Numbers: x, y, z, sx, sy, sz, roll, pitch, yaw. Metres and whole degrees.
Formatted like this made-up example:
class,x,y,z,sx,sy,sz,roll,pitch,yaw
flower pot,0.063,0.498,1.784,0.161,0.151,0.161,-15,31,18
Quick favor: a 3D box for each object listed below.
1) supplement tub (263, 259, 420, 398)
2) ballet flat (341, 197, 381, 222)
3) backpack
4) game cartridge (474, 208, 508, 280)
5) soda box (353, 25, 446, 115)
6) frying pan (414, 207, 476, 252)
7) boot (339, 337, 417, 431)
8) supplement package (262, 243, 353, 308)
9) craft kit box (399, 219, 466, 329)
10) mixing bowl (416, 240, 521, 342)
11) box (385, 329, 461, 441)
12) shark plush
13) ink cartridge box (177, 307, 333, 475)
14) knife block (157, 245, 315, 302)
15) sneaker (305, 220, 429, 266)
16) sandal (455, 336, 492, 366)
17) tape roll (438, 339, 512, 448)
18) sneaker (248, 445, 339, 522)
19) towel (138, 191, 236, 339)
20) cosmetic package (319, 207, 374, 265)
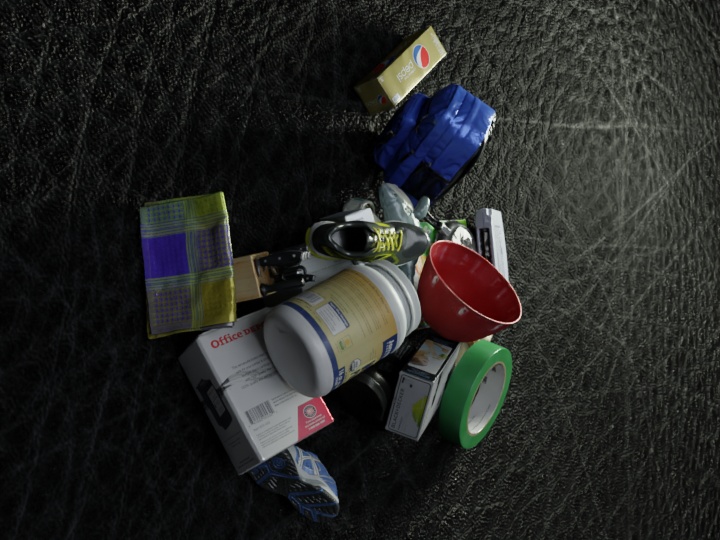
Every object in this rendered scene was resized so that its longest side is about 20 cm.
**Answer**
class,x,y,z,sx,sy,sz,roll,pitch,yaw
supplement tub,-0.024,0.079,1.233,0.200,0.144,0.145,-29,103,-31
ballet flat,0.024,-0.034,1.500,0.069,0.069,0.200,-28,103,-41
backpack,0.132,-0.231,1.513,0.168,0.200,0.163,34,43,-14
game cartridge,0.265,-0.021,1.696,0.133,0.041,0.201,0,85,-66
soda box,0.077,-0.375,1.593,0.200,0.068,0.064,-49,115,-34
frying pan,0.170,-0.073,1.609,0.115,0.031,0.190,-37,111,-40
boot,0.035,0.165,1.432,0.211,0.079,0.158,78,34,-62
supplement package,-0.073,0.058,1.365,0.117,0.117,0.201,-20,97,-41
craft kit box,0.134,0.007,1.609,0.197,0.048,0.201,-6,88,-45
mixing bowl,0.174,0.054,1.511,0.200,0.108,0.200,28,30,-18
box,0.111,0.194,1.467,0.200,0.060,0.117,-37,143,-65
shark plush,0.063,-0.050,1.486,0.083,0.091,0.201,-3,95,-63
ink cartridge box,-0.155,0.174,1.260,0.145,0.084,0.200,-22,79,-41
knife block,-0.171,0.012,1.226,0.200,0.175,0.064,-13,92,-30
sneaker,0.020,-0.039,1.296,0.199,0.085,0.075,-2,92,-21
sandal,0.231,0.149,1.666,0.080,0.054,0.200,48,56,-26
tape roll,0.216,0.231,1.585,0.200,0.048,0.201,-38,139,-42
sneaker,-0.113,0.311,1.338,0.200,0.076,0.077,48,18,-16
towel,-0.248,-0.007,1.210,0.023,0.143,0.201,16,69,-73
cosmetic package,0.000,0.000,1.414,0.052,0.151,0.200,-19,98,-19
